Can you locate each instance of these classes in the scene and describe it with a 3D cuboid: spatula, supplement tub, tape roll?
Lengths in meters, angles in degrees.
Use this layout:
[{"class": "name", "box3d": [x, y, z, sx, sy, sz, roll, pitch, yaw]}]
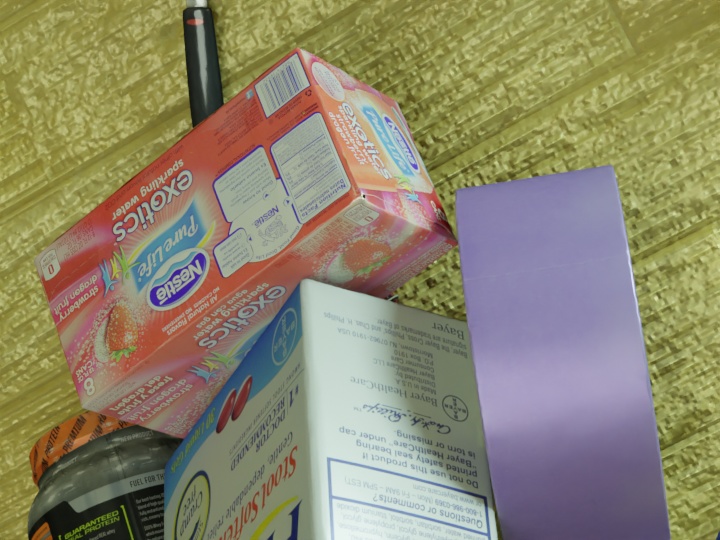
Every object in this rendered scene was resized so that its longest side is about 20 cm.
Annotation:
[{"class": "spatula", "box3d": [-0.093, -0.166, 1.276, 0.056, 0.021, 0.202, 0, 99, 16]}, {"class": "supplement tub", "box3d": [-0.115, 0.182, 1.260, 0.122, 0.122, 0.201, -27, 68, 18]}, {"class": "tape roll", "box3d": [0.104, 0.051, 1.153, 0.084, 0.200, 0.202, -8, 96, 6]}]

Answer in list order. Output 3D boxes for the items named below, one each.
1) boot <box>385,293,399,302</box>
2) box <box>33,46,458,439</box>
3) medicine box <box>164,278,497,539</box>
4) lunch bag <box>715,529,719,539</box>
[{"class": "boot", "box3d": [0.000, 0.000, 1.251, 0.199, 0.072, 0.145, 26, 103, 14]}, {"class": "box", "box3d": [-0.062, -0.009, 1.178, 0.200, 0.094, 0.103, -37, 57, 22]}, {"class": "medicine box", "box3d": [-0.020, 0.142, 1.129, 0.102, 0.201, 0.182, 16, 137, -22]}, {"class": "lunch bag", "box3d": [0.246, 0.205, 1.155, 0.169, 0.200, 0.124, 24, 137, 8]}]
